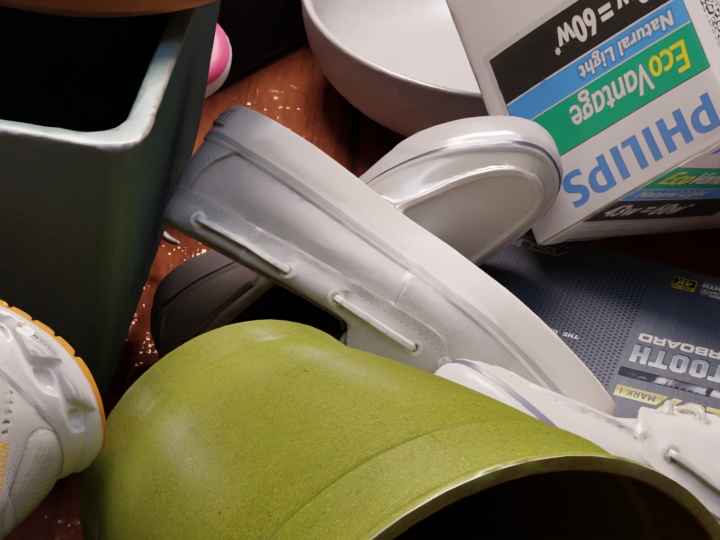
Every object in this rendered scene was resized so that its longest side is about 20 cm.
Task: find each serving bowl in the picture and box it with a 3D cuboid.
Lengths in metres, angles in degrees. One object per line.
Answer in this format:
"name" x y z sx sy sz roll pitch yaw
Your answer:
"serving bowl" 0.065 -0.120 1.133 0.199 0.066 0.201 4 36 -3

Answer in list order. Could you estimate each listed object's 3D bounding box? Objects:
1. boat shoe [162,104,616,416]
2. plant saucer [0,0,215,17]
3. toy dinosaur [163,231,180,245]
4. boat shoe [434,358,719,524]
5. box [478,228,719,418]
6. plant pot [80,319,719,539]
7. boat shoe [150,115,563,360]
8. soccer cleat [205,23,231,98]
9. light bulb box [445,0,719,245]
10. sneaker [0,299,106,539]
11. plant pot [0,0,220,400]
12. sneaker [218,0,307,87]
"boat shoe" 0.010 0.015 0.840 0.200 0.069 0.072 37 -5 -6
"plant saucer" -0.109 -0.156 0.847 0.199 0.032 0.201 3 37 -3
"toy dinosaur" -0.176 -0.080 0.989 0.102 0.200 0.077 -27 19 18
"boat shoe" 0.118 0.086 0.801 0.200 0.071 0.070 35 73 2
"box" 0.125 0.059 0.911 0.199 0.051 0.158 15 38 14
"plant pot" -0.005 0.113 0.724 0.199 0.201 0.193 -15 29 -26
"boat shoe" 0.000 0.000 0.908 0.199 0.072 0.066 -22 36 4
"soccer cleat" -0.157 -0.103 1.053 0.199 0.086 0.070 6 59 10
"light bulb box" 0.151 -0.129 0.994 0.198 0.125 0.201 -4 70 -47
"sneaker" -0.189 0.025 0.718 0.199 0.076 0.092 33 49 5
"plant pot" -0.168 -0.033 0.867 0.195 0.201 0.196 8 36 3
"sneaker" -0.101 -0.168 1.156 0.120 0.084 0.200 32 36 24
